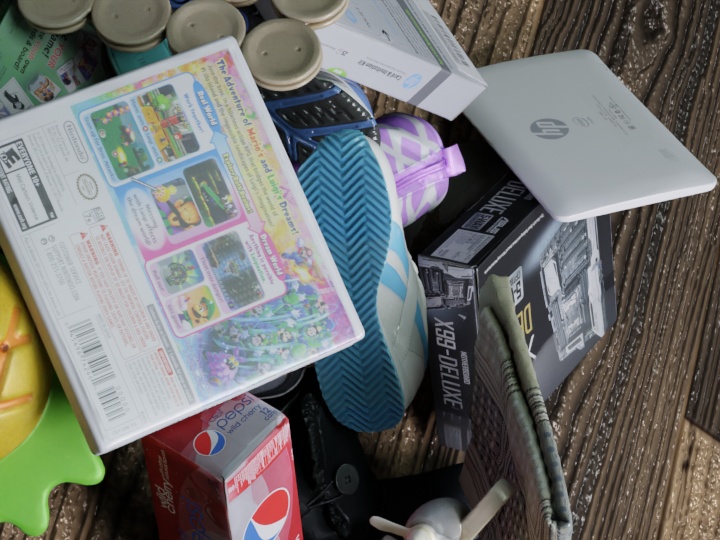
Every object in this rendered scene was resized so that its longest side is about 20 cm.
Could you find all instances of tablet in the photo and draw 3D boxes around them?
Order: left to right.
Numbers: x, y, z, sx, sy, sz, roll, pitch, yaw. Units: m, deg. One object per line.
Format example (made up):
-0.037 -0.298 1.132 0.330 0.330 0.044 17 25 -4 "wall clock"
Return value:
0.155 -0.101 1.714 0.130 0.200 0.014 -13 127 -20 "tablet"

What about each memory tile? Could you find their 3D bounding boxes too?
-0.101 -0.191 1.490 0.017 0.199 0.154 87 21 -59 "memory tile"

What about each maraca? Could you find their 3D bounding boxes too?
-0.233 0.064 1.374 0.137 0.107 0.200 -41 101 -6 "maraca"

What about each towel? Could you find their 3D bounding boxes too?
0.094 0.133 1.502 0.034 0.193 0.200 -8 52 -6 "towel"

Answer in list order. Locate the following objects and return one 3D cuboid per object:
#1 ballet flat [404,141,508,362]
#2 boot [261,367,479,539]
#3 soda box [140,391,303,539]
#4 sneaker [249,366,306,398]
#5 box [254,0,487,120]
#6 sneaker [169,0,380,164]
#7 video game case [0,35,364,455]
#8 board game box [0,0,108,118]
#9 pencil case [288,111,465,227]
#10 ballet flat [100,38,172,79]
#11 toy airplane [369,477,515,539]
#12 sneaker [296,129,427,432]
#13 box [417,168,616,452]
0.056 -0.006 1.703 0.046 0.067 0.200 70 36 -54 "ballet flat"
0.007 0.135 1.607 0.200 0.076 0.168 -35 109 -35 "boot"
-0.080 0.156 1.455 0.063 0.070 0.200 -43 148 -31 "soda box"
-0.110 0.061 1.481 0.200 0.114 0.076 19 112 -32 "sneaker"
-0.014 -0.188 1.600 0.200 0.041 0.156 17 36 -56 "box"
-0.069 -0.142 1.574 0.200 0.076 0.077 45 18 -15 "sneaker"
-0.114 -0.017 1.389 0.182 0.024 0.200 -23 87 -25 "video game case"
-0.180 -0.133 1.526 0.135 0.029 0.200 42 55 -30 "board game box"
-0.023 -0.044 1.613 0.200 0.085 0.084 -33 105 -42 "pencil case"
-0.106 -0.071 1.509 0.068 0.068 0.200 -19 87 1 "ballet flat"
0.009 0.219 1.473 0.141 0.199 0.200 33 70 -12 "toy airplane"
0.000 0.000 1.539 0.081 0.076 0.201 -54 142 -60 "sneaker"
0.116 0.015 1.700 0.200 0.050 0.158 -42 134 -46 "box"
